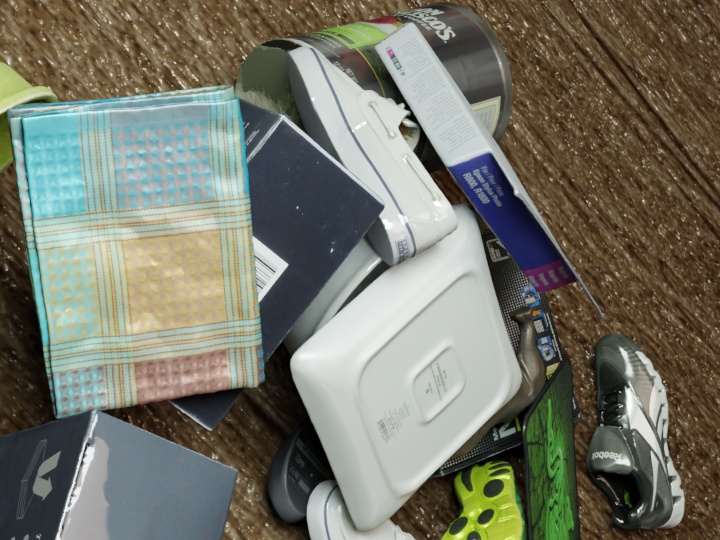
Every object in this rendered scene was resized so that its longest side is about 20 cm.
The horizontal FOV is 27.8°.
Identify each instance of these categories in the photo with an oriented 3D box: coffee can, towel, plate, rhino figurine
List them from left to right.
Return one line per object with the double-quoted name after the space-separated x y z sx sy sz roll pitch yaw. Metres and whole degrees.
-0.138 -0.012 0.927 0.146 0.022 0.201 -8 103 -15 "towel"
0.013 -0.143 1.253 0.200 0.146 0.147 -21 91 -41 "coffee can"
0.049 0.082 1.123 0.200 0.032 0.200 -41 133 -25 "plate"
0.085 0.110 1.240 0.200 0.060 0.088 -30 106 -35 "rhino figurine"

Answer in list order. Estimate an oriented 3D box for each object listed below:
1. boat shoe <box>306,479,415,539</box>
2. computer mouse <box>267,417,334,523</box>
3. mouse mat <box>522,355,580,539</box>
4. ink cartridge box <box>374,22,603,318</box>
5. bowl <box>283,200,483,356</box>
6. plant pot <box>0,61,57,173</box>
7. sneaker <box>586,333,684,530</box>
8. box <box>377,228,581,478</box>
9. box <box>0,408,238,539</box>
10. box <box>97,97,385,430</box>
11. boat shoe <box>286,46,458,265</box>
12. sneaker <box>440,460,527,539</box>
0.032 0.244 1.194 0.200 0.065 0.074 52 49 -29 "boat shoe"
-0.033 0.127 1.220 0.059 0.034 0.200 53 44 -27 "computer mouse"
0.173 0.193 1.300 0.161 0.007 0.201 -42 130 -61 "mouse mat"
0.100 -0.068 1.126 0.196 0.043 0.200 48 14 -49 "ink cartridge box"
0.000 0.000 1.177 0.090 0.201 0.201 43 46 20 "bowl"
-0.335 -0.121 0.951 0.184 0.200 0.200 50 51 -2 "plant pot"
0.258 0.163 1.421 0.090 0.066 0.201 -11 87 -43 "sneaker"
0.101 0.069 1.331 0.193 0.047 0.201 -13 86 -42 "box"
-0.198 0.212 0.943 0.117 0.200 0.197 28 62 -30 "box"
-0.106 -0.016 1.048 0.104 0.182 0.200 39 88 -25 "box"
0.010 -0.096 1.089 0.070 0.071 0.200 -23 58 -13 "boat shoe"
0.114 0.233 1.236 0.200 0.074 0.084 -62 134 -68 "sneaker"
